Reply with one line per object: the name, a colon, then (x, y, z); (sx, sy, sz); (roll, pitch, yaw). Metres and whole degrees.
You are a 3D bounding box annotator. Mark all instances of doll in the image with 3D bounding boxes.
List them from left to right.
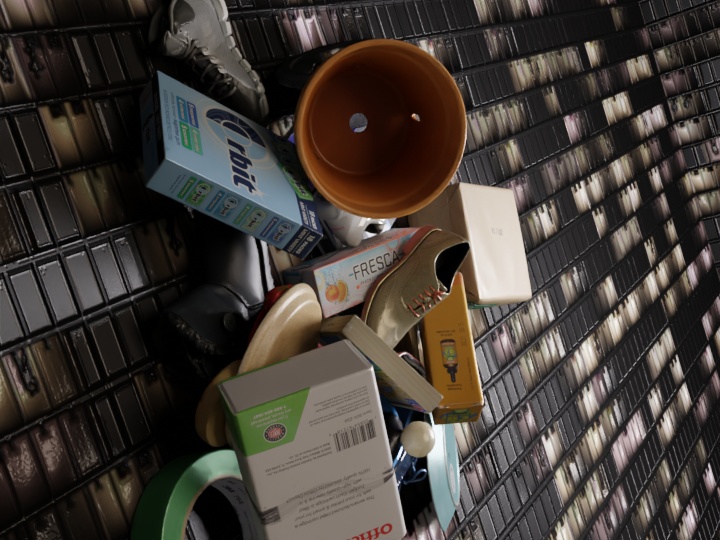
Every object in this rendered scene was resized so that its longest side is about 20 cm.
doll: (-0.010, 0.184, 1.176); (0.137, 0.198, 0.049); (-65, 145, -45)

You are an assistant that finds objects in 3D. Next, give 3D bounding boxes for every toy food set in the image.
toy food set: (-0.102, 0.106, 1.129); (0.201, 0.048, 0.198); (-67, 164, -7)

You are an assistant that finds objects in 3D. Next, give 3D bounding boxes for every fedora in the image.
fedora: (-0.016, -0.242, 1.381); (0.201, 0.199, 0.092); (-47, 135, -52)

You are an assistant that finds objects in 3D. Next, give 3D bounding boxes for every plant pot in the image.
plant pot: (0.011, -0.169, 1.224); (0.201, 0.199, 0.140); (65, -7, -15)

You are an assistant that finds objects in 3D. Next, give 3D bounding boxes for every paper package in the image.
paper package: (0.175, -0.035, 1.633); (0.199, 0.103, 0.192); (0, 77, -57)

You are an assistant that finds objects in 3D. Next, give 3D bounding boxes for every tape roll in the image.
tape roll: (-0.149, 0.288, 1.071); (0.200, 0.048, 0.202); (26, 57, -49)

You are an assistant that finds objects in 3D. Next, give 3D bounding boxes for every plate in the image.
plate: (0.116, 0.259, 1.434); (0.200, 0.025, 0.202); (-8, 90, -80)

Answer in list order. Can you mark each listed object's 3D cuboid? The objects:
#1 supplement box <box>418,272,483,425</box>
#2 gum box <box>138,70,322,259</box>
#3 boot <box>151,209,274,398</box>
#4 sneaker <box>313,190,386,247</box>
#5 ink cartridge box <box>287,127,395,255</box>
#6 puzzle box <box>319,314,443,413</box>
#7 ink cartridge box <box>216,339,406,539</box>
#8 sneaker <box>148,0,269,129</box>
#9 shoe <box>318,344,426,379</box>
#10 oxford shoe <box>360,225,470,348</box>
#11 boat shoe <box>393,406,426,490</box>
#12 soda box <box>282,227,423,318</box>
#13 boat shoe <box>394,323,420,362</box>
supplement box: (0.117, 0.104, 1.395); (0.069, 0.066, 0.201); (94, -8, -57)
gum box: (-0.144, -0.115, 1.133); (0.199, 0.045, 0.171); (25, 31, -32)
boot: (-0.165, 0.019, 1.123); (0.168, 0.076, 0.202); (-40, 117, -58)
sneaker: (0.010, -0.102, 1.372); (0.200, 0.077, 0.100); (-48, 125, -39)
ink cartridge box: (-0.026, -0.118, 1.417); (0.201, 0.043, 0.199); (58, 38, -24)
puzzle box: (0.013, 0.106, 1.181); (0.133, 0.200, 0.025); (42, 78, -6)
ink cartridge box: (-0.047, 0.192, 1.041); (0.144, 0.084, 0.202); (-17, 112, -16)
sneaker: (-0.189, -0.238, 1.202); (0.115, 0.075, 0.201); (-21, 86, -52)
shoe: (0.002, 0.126, 1.319); (0.200, 0.090, 0.072); (24, 59, -51)
oxford shoe: (0.066, 0.028, 1.295); (0.070, 0.074, 0.201); (45, 68, -39)
boat shoe: (0.058, 0.246, 1.364); (0.069, 0.084, 0.200); (52, 41, -16)
soda box: (0.000, 0.000, 1.331); (0.199, 0.068, 0.064); (-22, 104, -39)
boat shoe: (0.054, 0.078, 1.435); (0.064, 0.071, 0.202); (1, 76, -55)
